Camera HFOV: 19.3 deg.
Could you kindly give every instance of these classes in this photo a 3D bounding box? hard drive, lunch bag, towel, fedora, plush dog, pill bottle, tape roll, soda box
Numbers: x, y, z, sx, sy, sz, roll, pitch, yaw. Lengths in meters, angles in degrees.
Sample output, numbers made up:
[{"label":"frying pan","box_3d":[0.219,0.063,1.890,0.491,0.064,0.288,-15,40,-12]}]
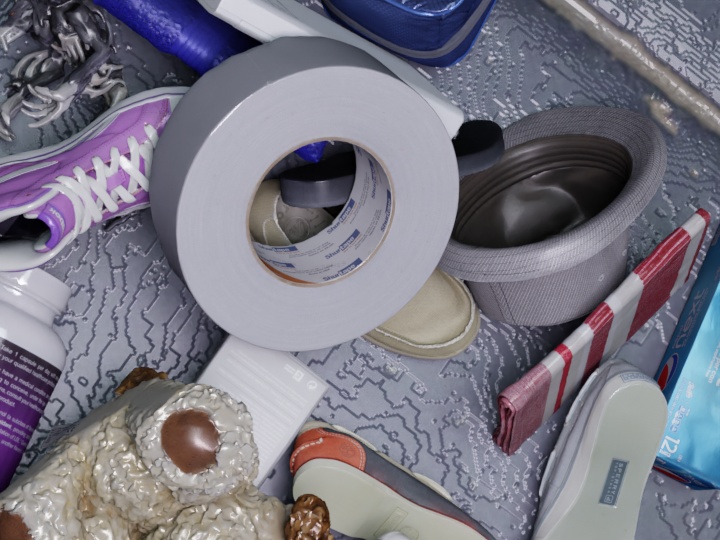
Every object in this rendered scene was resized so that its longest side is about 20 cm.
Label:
[{"label":"hard drive","box_3d":[-0.032,-0.161,1.474,0.199,0.132,0.026,27,101,-28]},{"label":"lunch bag","box_3d":[0.052,-0.260,1.539,0.135,0.132,0.201,28,80,10]},{"label":"towel","box_3d":[0.170,0.044,1.519,0.200,0.144,0.023,-43,76,-12]},{"label":"towel","box_3d":[-0.096,-0.157,1.503,0.199,0.148,0.050,37,113,-4]},{"label":"fedora","box_3d":[0.140,-0.028,1.532,0.200,0.176,0.091,-53,135,-44]},{"label":"plush dog","box_3d":[-0.115,0.160,1.368,0.199,0.161,0.172,-31,103,17]},{"label":"pill bottle","box_3d":[-0.274,0.088,1.448,0.112,0.112,0.201,26,80,-6]},{"label":"tape roll","box_3d":[-0.037,-0.050,1.395,0.199,0.066,0.202,-10,117,-20]},{"label":"soda box","box_3d":[0.271,0.060,1.575,0.067,0.064,0.201,26,80,-7]}]

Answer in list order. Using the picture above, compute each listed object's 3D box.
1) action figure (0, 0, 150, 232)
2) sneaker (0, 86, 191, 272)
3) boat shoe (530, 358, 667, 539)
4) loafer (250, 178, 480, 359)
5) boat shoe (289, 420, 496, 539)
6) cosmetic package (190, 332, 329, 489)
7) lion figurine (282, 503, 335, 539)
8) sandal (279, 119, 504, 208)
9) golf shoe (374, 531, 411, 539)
[{"label":"action figure","box_3d":[-0.206,-0.126,1.486,0.102,0.119,0.201,-33,96,-17]},{"label":"sneaker","box_3d":[-0.174,-0.051,1.395,0.199,0.114,0.073,-25,112,0]},{"label":"boat shoe","box_3d":[0.167,0.159,1.539,0.070,0.072,0.202,16,106,-14]},{"label":"loafer","box_3d":[0.000,0.000,1.530,0.199,0.068,0.076,30,80,-5]},{"label":"boat shoe","box_3d":[0.033,0.177,1.517,0.199,0.063,0.071,34,114,-20]},{"label":"cosmetic package","box_3d":[-0.113,0.140,1.476,0.090,0.107,0.200,39,77,-2]},{"label":"lion figurine","box_3d":[-0.020,0.246,1.471,0.072,0.122,0.200,-37,92,-12]},{"label":"sandal","box_3d":[0.030,-0.086,1.508,0.199,0.076,0.043,-18,109,-41]},{"label":"golf shoe","box_3d":[0.060,0.232,1.476,0.092,0.200,0.072,-43,47,-13]}]
